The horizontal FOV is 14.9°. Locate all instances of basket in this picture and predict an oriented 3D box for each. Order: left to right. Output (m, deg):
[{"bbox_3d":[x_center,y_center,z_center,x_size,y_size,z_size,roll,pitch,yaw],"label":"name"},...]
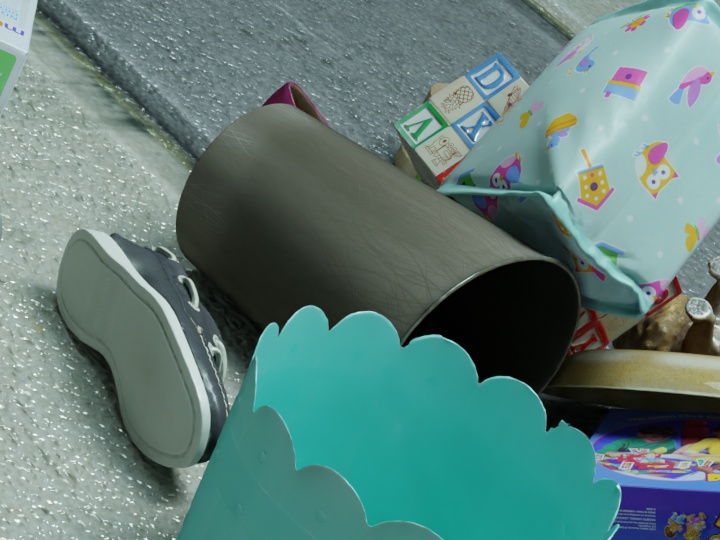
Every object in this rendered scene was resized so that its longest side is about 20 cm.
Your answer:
[{"bbox_3d":[0.000,0.000,1.593,0.200,0.137,0.180,37,25,31],"label":"basket"}]

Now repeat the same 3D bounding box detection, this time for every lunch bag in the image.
[{"bbox_3d":[0.140,-0.069,1.648,0.122,0.171,0.200,45,-16,-20],"label":"lunch bag"}]

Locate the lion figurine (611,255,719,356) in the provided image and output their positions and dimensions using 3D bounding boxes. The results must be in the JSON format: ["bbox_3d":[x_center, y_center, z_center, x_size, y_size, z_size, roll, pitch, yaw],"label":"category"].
[{"bbox_3d":[0.258,0.053,1.760,0.199,0.123,0.073,20,58,11],"label":"lion figurine"}]

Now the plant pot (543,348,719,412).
[{"bbox_3d":[0.207,0.070,1.662,0.199,0.028,0.200,5,-6,1],"label":"plant pot"}]

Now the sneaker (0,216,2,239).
[{"bbox_3d":[-0.241,-0.051,1.492,0.074,0.080,0.200,6,30,-38],"label":"sneaker"}]

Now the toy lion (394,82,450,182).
[{"bbox_3d":[0.116,-0.038,1.901,0.199,0.069,0.192,13,33,-28],"label":"toy lion"}]

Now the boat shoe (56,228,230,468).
[{"bbox_3d":[-0.103,0.041,1.465,0.060,0.074,0.200,8,21,-30],"label":"boat shoe"}]

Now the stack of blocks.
[{"bbox_3d":[0.099,-0.033,1.755,0.200,0.115,0.059,54,-5,38],"label":"stack of blocks"}]

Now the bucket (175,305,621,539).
[{"bbox_3d":[0.011,0.128,1.313,0.206,0.135,0.207,23,23,-10],"label":"bucket"}]

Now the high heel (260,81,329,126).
[{"bbox_3d":[0.008,-0.029,1.701,0.199,0.096,0.067,31,22,8],"label":"high heel"}]

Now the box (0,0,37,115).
[{"bbox_3d":[-0.300,-0.157,1.636,0.199,0.097,0.177,24,20,-12],"label":"box"}]

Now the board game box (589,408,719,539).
[{"bbox_3d":[0.224,0.123,1.563,0.199,0.045,0.134,2,16,18],"label":"board game box"}]
